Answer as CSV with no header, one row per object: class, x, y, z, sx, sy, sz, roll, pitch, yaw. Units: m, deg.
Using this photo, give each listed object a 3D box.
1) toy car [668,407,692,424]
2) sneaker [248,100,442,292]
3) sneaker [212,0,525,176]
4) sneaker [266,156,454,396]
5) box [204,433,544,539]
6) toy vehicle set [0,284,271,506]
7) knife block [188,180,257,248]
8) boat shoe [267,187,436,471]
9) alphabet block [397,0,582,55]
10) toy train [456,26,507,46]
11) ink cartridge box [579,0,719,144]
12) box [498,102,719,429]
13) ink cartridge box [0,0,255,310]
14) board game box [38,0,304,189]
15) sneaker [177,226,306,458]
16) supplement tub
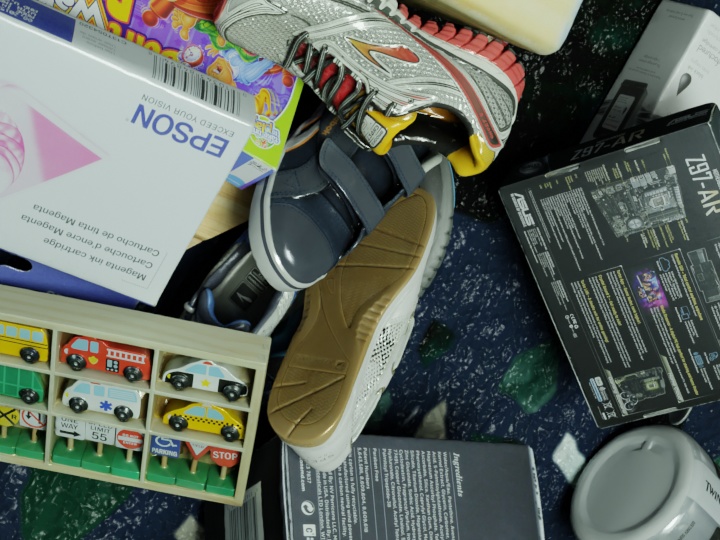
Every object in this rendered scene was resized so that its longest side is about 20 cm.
toy car,0.307,0.038,1.224,0.158,0.164,0.200,43,104,-1
sneaker,-0.002,-0.071,1.030,0.079,0.079,0.201,53,43,-28
sneaker,0.005,-0.120,0.968,0.198,0.078,0.083,20,63,-11
sneaker,0.000,0.000,1.115,0.081,0.073,0.202,23,93,-24
box,0.008,0.184,1.117,0.198,0.148,0.106,6,66,-25
toy vehicle set,-0.161,0.079,1.016,0.197,0.027,0.125,11,127,-1
knife block,-0.152,-0.093,1.019,0.198,0.064,0.177,-26,116,-16
boat shoe,-0.001,0.037,1.052,0.201,0.070,0.070,-64,151,-25
alphabet block,0.034,-0.267,0.962,0.199,0.196,0.197,21,95,-39
toy train,0.094,-0.182,1.128,0.046,0.034,0.201,36,88,-42
ink cartridge box,0.230,-0.083,1.201,0.115,0.067,0.202,28,93,-29
box,0.207,0.001,1.133,0.159,0.044,0.202,-17,108,27
ink cartridge box,-0.189,-0.054,0.940,0.194,0.044,0.201,21,120,-20
board game box,-0.123,-0.158,0.982,0.199,0.045,0.136,29,62,-26
sneaker,-0.096,0.043,1.059,0.077,0.085,0.201,31,94,8
supplement tub,0.266,0.225,1.282,0.123,0.122,0.200,-48,119,-4
